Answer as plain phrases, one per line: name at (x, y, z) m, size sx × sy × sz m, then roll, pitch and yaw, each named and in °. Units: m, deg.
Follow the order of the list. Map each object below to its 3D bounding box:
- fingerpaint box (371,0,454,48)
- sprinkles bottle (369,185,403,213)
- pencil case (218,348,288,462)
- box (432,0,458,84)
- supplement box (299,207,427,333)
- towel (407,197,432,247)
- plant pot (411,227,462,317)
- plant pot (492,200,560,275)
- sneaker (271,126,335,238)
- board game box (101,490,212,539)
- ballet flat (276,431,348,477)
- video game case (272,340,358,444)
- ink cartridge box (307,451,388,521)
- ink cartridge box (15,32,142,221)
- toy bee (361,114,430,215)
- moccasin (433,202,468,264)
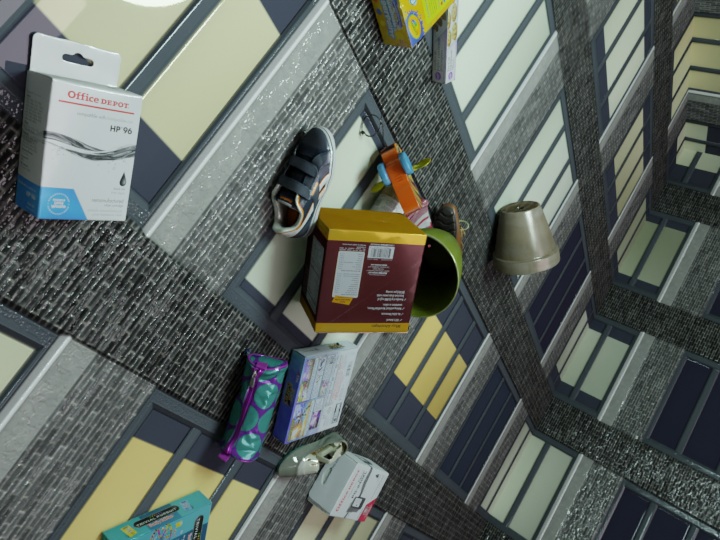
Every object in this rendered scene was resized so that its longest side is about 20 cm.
fingerpaint box at (0.086, -0.539, 1.076) m, size 0.168 × 0.073 × 0.201 m, roll -52°, pitch 142°, yaw -21°
sprinkles bottle at (0.041, -0.101, 1.274) m, size 0.202 × 0.068 × 0.068 m, roll -59°, pitch 144°, yaw -11°
pencil case at (-0.206, 0.258, 1.141) m, size 0.092 × 0.084 × 0.204 m, roll -1°, pitch 111°, yaw -69°
box at (0.177, -0.497, 1.250) m, size 0.041 × 0.038 × 0.203 m, roll -31°, pitch 132°, yaw -37°
supplement box at (0.000, 0.000, 1.154) m, size 0.193 × 0.133 × 0.204 m, roll 2°, pitch 112°, yaw -20°
towel at (0.135, -0.056, 1.457) m, size 0.145 × 0.022 × 0.202 m, roll -50°, pitch 143°, yaw -27°
plant pot at (0.155, -0.021, 1.355) m, size 0.200 × 0.184 × 0.191 m, roll -39°, pitch 141°, yaw -60°
plant pot at (0.479, -0.104, 1.776) m, size 0.199 × 0.198 × 0.177 m, roll -30°, pitch 115°, yaw -39°
sneaker at (-0.101, -0.151, 1.047) m, size 0.079 × 0.078 × 0.204 m, roll -11°, pitch 119°, yaw -56°
board game box at (-0.375, 0.512, 1.095) m, size 0.198 × 0.046 × 0.154 m, roll -7°, pitch 114°, yaw -52°
ballet flat at (-0.104, 0.434, 1.395) m, size 0.198 × 0.063 × 0.069 m, roll -15°, pitch 121°, yaw -48°
video game case at (-0.097, 0.262, 1.320) m, size 0.180 × 0.045 × 0.204 m, roll -2°, pitch 111°, yaw -54°
ink cartridge box at (-0.028, 0.554, 1.548) m, size 0.147 × 0.083 × 0.200 m, roll -60°, pitch 145°, yaw -9°
ink cartridge box at (-0.339, -0.168, 0.731) m, size 0.115 × 0.067 × 0.204 m, roll -5°, pitch 113°, yaw -52°
toy bee at (0.080, -0.217, 1.224) m, size 0.109 × 0.128 × 0.204 m, roll -43°, pitch 129°, yaw -71°
moccasin at (0.233, -0.091, 1.532) m, size 0.078 × 0.073 × 0.203 m, roll -54°, pitch 142°, yaw -34°
